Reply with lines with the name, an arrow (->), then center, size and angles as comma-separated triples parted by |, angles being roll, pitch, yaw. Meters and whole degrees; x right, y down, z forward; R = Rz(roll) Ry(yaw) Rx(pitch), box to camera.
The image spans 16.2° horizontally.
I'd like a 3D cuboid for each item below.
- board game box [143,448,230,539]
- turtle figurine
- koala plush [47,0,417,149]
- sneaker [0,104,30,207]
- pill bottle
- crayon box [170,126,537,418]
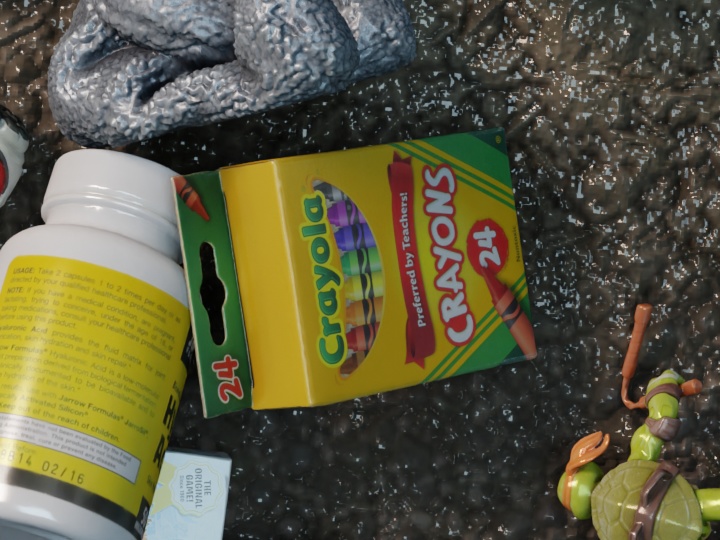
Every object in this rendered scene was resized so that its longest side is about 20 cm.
board game box -> -0.148, 0.190, 1.341 | 0.133, 0.034, 0.202 | 7, 90, -8
turtle figurine -> 0.169, 0.123, 1.343 | 0.160, 0.064, 0.201 | 15, 82, 27
koala plush -> -0.092, -0.175, 1.287 | 0.183, 0.177, 0.201 | -13, 96, 16
sneaker -> -0.272, -0.082, 1.308 | 0.199, 0.077, 0.085 | 27, 92, -7
pill bottle -> -0.142, 0.046, 1.273 | 0.111, 0.111, 0.201 | 17, 69, -8
crayon box -> 0.000, 0.000, 1.307 | 0.199, 0.051, 0.128 | -11, 94, -41
